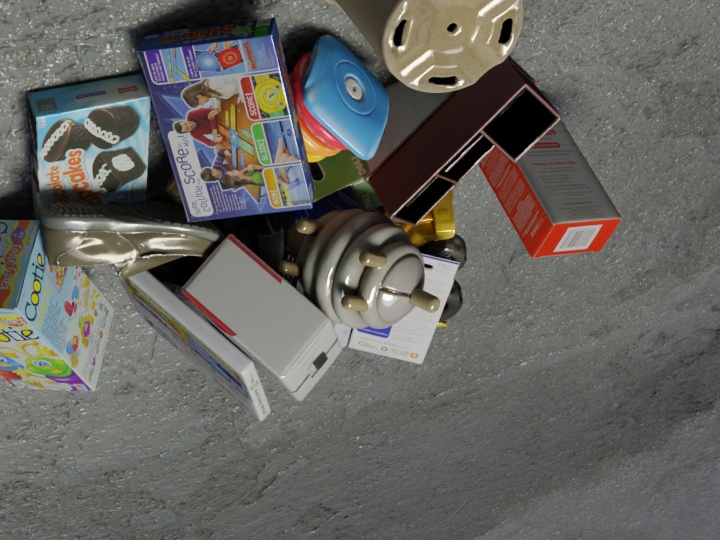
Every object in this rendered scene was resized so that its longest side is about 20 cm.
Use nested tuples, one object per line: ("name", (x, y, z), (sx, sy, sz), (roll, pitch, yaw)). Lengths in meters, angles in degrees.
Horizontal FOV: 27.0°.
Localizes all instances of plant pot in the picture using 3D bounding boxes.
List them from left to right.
("plant pot", (0.057, -0.269, 1.362), (0.198, 0.184, 0.202), (-13, 137, -12))

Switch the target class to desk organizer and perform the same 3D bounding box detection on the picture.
("desk organizer", (0.106, -0.125, 1.551), (0.200, 0.077, 0.072), (-44, 128, 13))

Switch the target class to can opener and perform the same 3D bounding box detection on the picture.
("can opener", (-0.119, -0.048, 1.710), (0.066, 0.053, 0.201), (-19, 150, -9))

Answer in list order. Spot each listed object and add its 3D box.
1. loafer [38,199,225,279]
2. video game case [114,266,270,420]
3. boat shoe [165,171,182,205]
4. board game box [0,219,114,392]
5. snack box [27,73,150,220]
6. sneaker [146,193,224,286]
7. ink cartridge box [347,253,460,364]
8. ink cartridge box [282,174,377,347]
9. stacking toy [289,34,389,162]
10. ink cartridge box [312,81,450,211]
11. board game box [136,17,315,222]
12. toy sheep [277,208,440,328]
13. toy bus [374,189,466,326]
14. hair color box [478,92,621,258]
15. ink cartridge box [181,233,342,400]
("loafer", (-0.237, -0.030, 1.545), (0.198, 0.075, 0.070), (4, 110, -26))
("video game case", (-0.186, 0.076, 1.685), (0.022, 0.200, 0.182), (-46, 163, -14))
("boat shoe", (-0.156, -0.150, 1.536), (0.076, 0.072, 0.200), (27, 125, -22))
("board game box", (-0.353, 0.039, 1.585), (0.102, 0.106, 0.200), (1, 152, 16))
("snack box", (-0.275, -0.109, 1.522), (0.115, 0.037, 0.201), (-13, 146, -19))
("sneaker", (-0.177, -0.028, 1.688), (0.199, 0.060, 0.104), (14, 135, -42))
("ink cartridge box", (0.049, 0.032, 1.739), (0.094, 0.037, 0.201), (13, 142, -3))
("ink cartridge box", (-0.042, -0.001, 1.733), (0.044, 0.094, 0.201), (-33, 150, -44))
("stacking toy", (-0.075, -0.147, 1.572), (0.199, 0.117, 0.110), (-28, 124, 37))
("ink cartridge box", (0.020, -0.133, 1.637), (0.198, 0.104, 0.059), (-25, 148, -3))
("board game box", (-0.129, -0.144, 1.472), (0.134, 0.035, 0.202), (-5, 127, 9))
("toy sheep", (0.000, 0.000, 1.580), (0.137, 0.199, 0.139), (-35, 142, -33))
("toy bus", (0.024, -0.028, 1.790), (0.190, 0.137, 0.201), (-4, 143, -5))
("hair color box", (0.202, -0.112, 1.708), (0.101, 0.201, 0.061), (-5, 143, -30))
("ink cartridge box", (-0.102, 0.056, 1.629), (0.084, 0.144, 0.200), (-49, 170, -8))
